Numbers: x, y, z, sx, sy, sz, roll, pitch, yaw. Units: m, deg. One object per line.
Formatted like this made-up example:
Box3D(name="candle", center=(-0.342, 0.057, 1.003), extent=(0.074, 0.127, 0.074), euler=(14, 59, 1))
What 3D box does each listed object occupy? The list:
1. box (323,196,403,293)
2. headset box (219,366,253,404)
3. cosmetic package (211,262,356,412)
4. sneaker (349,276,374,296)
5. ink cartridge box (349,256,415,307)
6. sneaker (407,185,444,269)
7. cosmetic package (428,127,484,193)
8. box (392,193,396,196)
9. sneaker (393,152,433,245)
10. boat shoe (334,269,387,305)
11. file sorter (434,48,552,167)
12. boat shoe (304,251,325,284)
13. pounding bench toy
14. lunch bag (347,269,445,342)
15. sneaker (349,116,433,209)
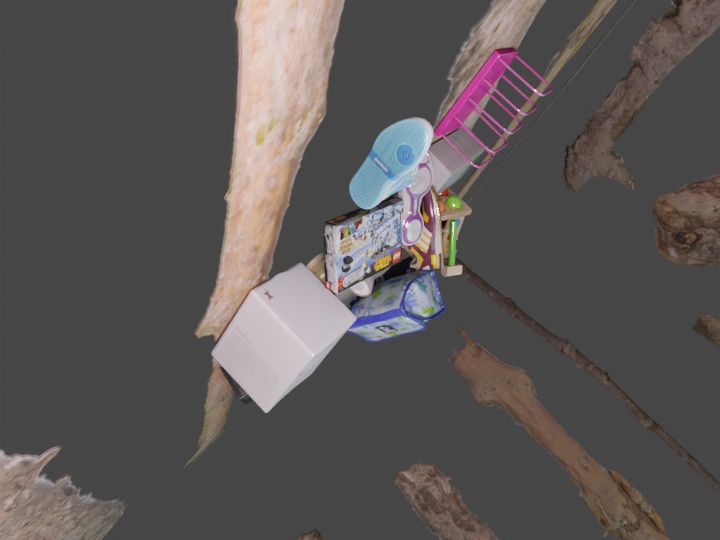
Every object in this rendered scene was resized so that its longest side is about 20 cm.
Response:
Box3D(name="box", center=(0.010, -0.055, 1.084), extent=(0.199, 0.040, 0.139), euler=(-26, 126, -42))
Box3D(name="headset box", center=(-0.240, 0.241, 1.356), extent=(0.173, 0.093, 0.200), euler=(-33, 169, -14))
Box3D(name="cosmetic package", center=(-0.150, 0.128, 1.066), extent=(0.201, 0.166, 0.167), euler=(-51, 170, 34))
Box3D(name="sneaker", center=(-0.012, -0.038, 1.185), extent=(0.202, 0.073, 0.083), euler=(77, 19, -45))
Box3D(name="ink cartridge box", center=(0.057, 0.036, 1.387), extent=(0.198, 0.096, 0.037), euler=(-19, -176, -25))
Box3D(name="sneaker", center=(0.138, -0.090, 1.226), extent=(0.089, 0.203, 0.075), euler=(-4, -155, 11))
Box3D(name="cosmetic package", center=(0.197, -0.250, 1.286), extent=(0.200, 0.085, 0.108), euler=(-40, 173, -45))
Box3D(name="box", center=(0.051, -0.139, 1.239), extent=(0.200, 0.039, 0.042), euler=(-40, 169, -41))
Box3D(name="sneaker", center=(0.096, -0.161, 1.168), extent=(0.074, 0.099, 0.203), euler=(1, 109, -29))
Box3D(name="boat shoe", center=(0.000, 0.000, 1.305), extent=(0.199, 0.061, 0.076), euler=(-39, 144, 7))
Box3D(name="file sorter", center=(0.278, -0.331, 1.131), extent=(0.200, 0.125, 0.139), euler=(-51, 171, 36))
Box3D(name="boat shoe", center=(-0.071, 0.002, 1.198), extent=(0.074, 0.069, 0.200), euler=(-50, 172, 32))
Box3D(name="pounding bench toy", center=(0.196, -0.102, 1.332), extent=(0.123, 0.200, 0.157), euler=(-13, 137, -31))
Box3D(name="lunch bag", center=(0.074, 0.085, 1.237), extent=(0.168, 0.129, 0.199), euler=(-19, 179, 33))
Box3D(name="sneaker", center=(0.071, -0.194, 0.917), extent=(0.130, 0.080, 0.200), euler=(-35, 177, -45))
